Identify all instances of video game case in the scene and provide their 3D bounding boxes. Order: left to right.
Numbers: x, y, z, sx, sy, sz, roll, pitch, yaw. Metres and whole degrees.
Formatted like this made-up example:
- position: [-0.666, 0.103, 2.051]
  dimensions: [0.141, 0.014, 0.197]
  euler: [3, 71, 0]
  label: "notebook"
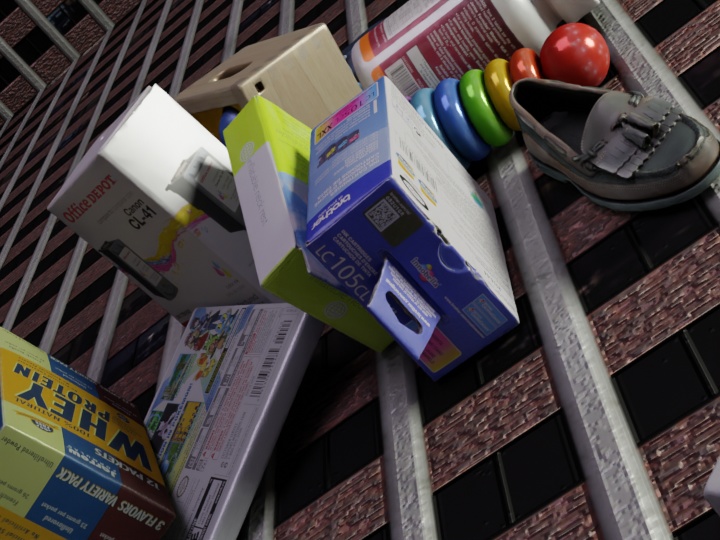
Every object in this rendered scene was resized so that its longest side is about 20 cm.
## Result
- position: [-0.114, 0.118, 0.858]
  dimensions: [0.181, 0.022, 0.203]
  euler: [-5, 58, 55]
  label: "video game case"

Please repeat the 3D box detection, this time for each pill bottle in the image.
- position: [0.097, -0.205, 0.995]
  dimensions: [0.199, 0.110, 0.110]
  euler: [-34, 25, 19]
  label: "pill bottle"

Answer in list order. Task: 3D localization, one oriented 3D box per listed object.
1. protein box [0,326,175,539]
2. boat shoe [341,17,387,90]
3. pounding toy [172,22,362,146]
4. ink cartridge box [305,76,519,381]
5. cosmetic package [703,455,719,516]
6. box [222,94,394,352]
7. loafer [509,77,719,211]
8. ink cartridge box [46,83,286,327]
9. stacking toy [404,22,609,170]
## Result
- position: [-0.255, 0.183, 0.839]
  dimensions: [0.200, 0.134, 0.200]
  euler: [-56, 24, 2]
  label: "protein box"
- position: [-0.004, -0.198, 1.175]
  dimensions: [0.068, 0.084, 0.202]
  euler: [-25, 30, 58]
  label: "boat shoe"
- position: [-0.084, -0.089, 1.036]
  dimensions: [0.142, 0.186, 0.199]
  euler: [-39, 21, -24]
  label: "pounding toy"
- position: [0.032, -0.025, 0.771]
  dimensions: [0.076, 0.137, 0.201]
  euler: [-36, 24, 17]
  label: "ink cartridge box"
- position: [0.230, 0.064, 0.395]
  dimensions: [0.199, 0.071, 0.102]
  euler: [-7, 42, 53]
  label: "cosmetic package"
- position: [-0.028, -0.029, 0.842]
  dimensions: [0.048, 0.121, 0.202]
  euler: [-43, 40, 22]
  label: "box"
- position: [0.157, -0.090, 0.770]
  dimensions: [0.072, 0.063, 0.200]
  euler: [-46, 24, -7]
  label: "loafer"
- position: [-0.141, -0.035, 0.961]
  dimensions: [0.147, 0.199, 0.086]
  euler: [-26, 28, 55]
  label: "ink cartridge box"
- position: [0.102, -0.133, 0.916]
  dimensions: [0.198, 0.086, 0.086]
  euler: [-28, 27, 23]
  label: "stacking toy"
